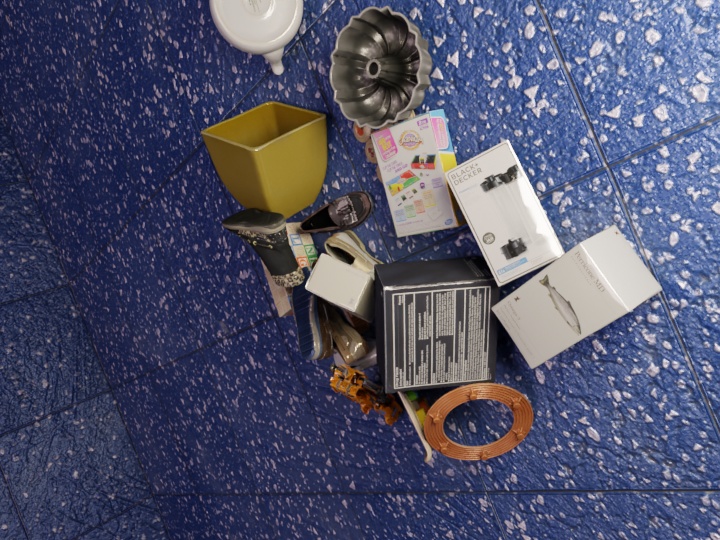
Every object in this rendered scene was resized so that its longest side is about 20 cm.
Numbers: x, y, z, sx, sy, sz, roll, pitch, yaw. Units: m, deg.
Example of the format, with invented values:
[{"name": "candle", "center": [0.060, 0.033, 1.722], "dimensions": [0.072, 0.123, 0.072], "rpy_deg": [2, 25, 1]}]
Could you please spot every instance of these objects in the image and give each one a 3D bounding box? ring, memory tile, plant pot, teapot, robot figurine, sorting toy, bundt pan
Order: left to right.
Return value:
[{"name": "teapot", "center": [-0.210, -0.533, 1.275], "dimensions": [0.201, 0.196, 0.146], "rpy_deg": [-65, 13, 8]}, {"name": "plant pot", "center": [-0.189, -0.221, 1.356], "dimensions": [0.193, 0.195, 0.201], "rpy_deg": [24, 135, 39]}, {"name": "robot figurine", "center": [0.008, 0.263, 1.354], "dimensions": [0.144, 0.059, 0.200], "rpy_deg": [16, 159, 38]}, {"name": "bundt pan", "center": [0.044, -0.351, 1.109], "dimensions": [0.201, 0.075, 0.204], "rpy_deg": [10, 105, 38]}, {"name": "memory tile", "center": [0.065, -0.235, 1.197], "dimensions": [0.153, 0.017, 0.201], "rpy_deg": [-39, 76, 48]}, {"name": "sorting toy", "center": [0.110, 0.262, 1.265], "dimensions": [0.036, 0.185, 0.202], "rpy_deg": [-22, 86, 7]}, {"name": "ring", "center": [0.213, 0.280, 1.140], "dimensions": [0.019, 0.198, 0.202], "rpy_deg": [-92, 13, -55]}]

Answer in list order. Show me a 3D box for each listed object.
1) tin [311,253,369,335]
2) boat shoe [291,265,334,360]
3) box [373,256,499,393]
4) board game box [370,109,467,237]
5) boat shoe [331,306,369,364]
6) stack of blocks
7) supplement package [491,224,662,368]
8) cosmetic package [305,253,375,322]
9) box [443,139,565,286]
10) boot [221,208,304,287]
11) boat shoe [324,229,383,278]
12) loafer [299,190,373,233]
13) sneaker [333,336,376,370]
[{"name": "tin", "center": [-0.044, 0.058, 1.372], "dimensions": [0.201, 0.042, 0.112], "rpy_deg": [64, 166, -21]}, {"name": "boat shoe", "center": [-0.097, 0.091, 1.338], "dimensions": [0.072, 0.072, 0.202], "rpy_deg": [-20, 67, 42]}, {"name": "box", "center": [0.127, 0.091, 1.108], "dimensions": [0.123, 0.196, 0.202], "rpy_deg": [-113, 20, -68]}, {"name": "board game box", "center": [0.105, -0.169, 1.137], "dimensions": [0.152, 0.040, 0.202], "rpy_deg": [-6, 101, 48]}, {"name": "boat shoe", "center": [-0.060, 0.135, 1.377], "dimensions": [0.200, 0.064, 0.072], "rpy_deg": [35, 153, 51]}, {"name": "stack of blocks", "center": [-0.153, -0.005, 1.432], "dimensions": [0.058, 0.114, 0.202], "rpy_deg": [-37, 68, 48]}, {"name": "supplement package", "center": [0.320, 0.042, 0.956], "dimensions": [0.117, 0.117, 0.200], "rpy_deg": [58, 138, 14]}, {"name": "cosmetic package", "center": [-0.023, 0.038, 1.191], "dimensions": [0.103, 0.200, 0.074], "rpy_deg": [25, 84, 12]}, {"name": "box", "center": [0.225, -0.088, 1.001], "dimensions": [0.116, 0.060, 0.201], "rpy_deg": [-25, 82, 13]}, {"name": "boot", "center": [-0.206, -0.047, 1.335], "dimensions": [0.203, 0.073, 0.155], "rpy_deg": [10, 129, 47]}, {"name": "boat shoe", "center": [0.000, 0.000, 1.326], "dimensions": [0.200, 0.068, 0.075], "rpy_deg": [46, 135, 24]}, {"name": "loafer", "center": [-0.054, -0.113, 1.341], "dimensions": [0.199, 0.063, 0.072], "rpy_deg": [-17, 94, 50]}, {"name": "sneaker", "center": [0.001, 0.179, 1.402], "dimensions": [0.199, 0.076, 0.081], "rpy_deg": [-27, 78, 48]}]
